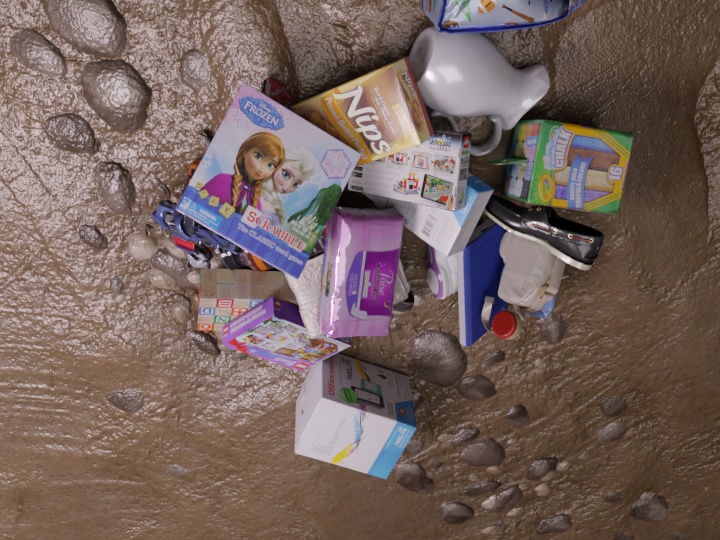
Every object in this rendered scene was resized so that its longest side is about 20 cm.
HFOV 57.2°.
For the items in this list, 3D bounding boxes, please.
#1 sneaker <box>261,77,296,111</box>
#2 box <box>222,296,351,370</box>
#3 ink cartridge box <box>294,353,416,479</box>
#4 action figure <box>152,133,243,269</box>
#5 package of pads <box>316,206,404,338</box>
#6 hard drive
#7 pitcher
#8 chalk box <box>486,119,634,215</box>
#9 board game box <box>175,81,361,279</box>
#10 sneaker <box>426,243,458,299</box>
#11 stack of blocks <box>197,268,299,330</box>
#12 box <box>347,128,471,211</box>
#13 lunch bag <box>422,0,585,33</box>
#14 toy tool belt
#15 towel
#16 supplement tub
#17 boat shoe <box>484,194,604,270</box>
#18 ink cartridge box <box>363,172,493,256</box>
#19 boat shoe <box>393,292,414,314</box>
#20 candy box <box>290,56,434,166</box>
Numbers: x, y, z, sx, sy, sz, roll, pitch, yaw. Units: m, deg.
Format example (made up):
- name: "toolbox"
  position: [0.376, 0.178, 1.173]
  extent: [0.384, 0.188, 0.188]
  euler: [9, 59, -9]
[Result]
- name: "sneaker"
  position: [-0.137, -0.190, 1.012]
  extent: [0.073, 0.080, 0.207]
  euler: [-1, 94, 25]
- name: "box"
  position: [-0.129, 0.118, 1.178]
  extent: [0.135, 0.040, 0.198]
  euler: [-29, 143, 30]
- name: "ink cartridge box"
  position: [-0.014, 0.276, 1.278]
  extent: [0.195, 0.148, 0.148]
  euler: [19, 119, -15]
- name: "action figure"
  position: [-0.222, -0.090, 1.027]
  extent: [0.197, 0.104, 0.198]
  euler: [28, 104, 30]
- name: "package of pads"
  position: [0.000, 0.000, 1.044]
  extent: [0.117, 0.076, 0.206]
  euler: [-1, 109, -22]
- name: "hard drive"
  position: [0.218, 0.017, 1.167]
  extent: [0.131, 0.025, 0.205]
  euler: [-33, 129, -36]
- name: "pitcher"
  position: [0.160, -0.266, 0.996]
  extent: [0.195, 0.123, 0.174]
  euler: [13, 126, -25]
- name: "chalk box"
  position: [0.301, -0.168, 1.037]
  extent: [0.194, 0.125, 0.128]
  euler: [7, 102, -9]
- name: "board game box"
  position: [-0.127, -0.125, 0.937]
  extent: [0.196, 0.041, 0.204]
  euler: [28, 85, -7]
- name: "sneaker"
  position: [0.160, -0.055, 1.153]
  extent: [0.097, 0.075, 0.205]
  euler: [-17, 121, -22]
- name: "stack of blocks"
  position: [-0.186, 0.055, 1.161]
  extent: [0.194, 0.060, 0.116]
  euler: [2, 148, -15]
- name: "box"
  position: [0.070, -0.164, 1.010]
  extent: [0.196, 0.034, 0.114]
  euler: [16, 110, 33]
- name: "lunch bag"
  position: [0.190, -0.393, 0.887]
  extent: [0.193, 0.172, 0.127]
  euler: [0, 122, -2]
- name: "toy tool belt"
  position: [0.299, 0.028, 1.149]
  extent: [0.121, 0.123, 0.206]
  euler: [19, 86, -46]
- name: "towel"
  position: [-0.018, 0.020, 1.112]
  extent: [0.195, 0.034, 0.136]
  euler: [-23, 106, -9]
- name: "supplement tub"
  position: [-0.136, -0.064, 1.093]
  extent: [0.195, 0.108, 0.109]
  euler: [-18, 121, 7]
- name: "boat shoe"
  position: [0.289, -0.076, 1.052]
  extent: [0.198, 0.073, 0.065]
  euler: [30, 120, 22]
- name: "ink cartridge box"
  position: [0.100, -0.130, 1.060]
  extent: [0.199, 0.066, 0.118]
  euler: [39, 121, 23]
- name: "boat shoe"
  position: [0.022, 0.009, 1.167]
  extent: [0.197, 0.075, 0.074]
  euler: [29, 116, -20]
- name: "candy box"
  position: [0.000, -0.222, 0.977]
  extent: [0.196, 0.055, 0.118]
  euler: [-11, 110, 38]
